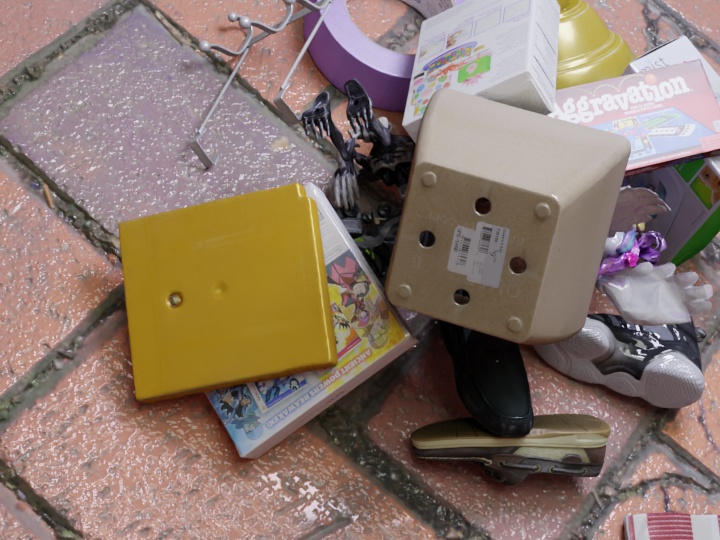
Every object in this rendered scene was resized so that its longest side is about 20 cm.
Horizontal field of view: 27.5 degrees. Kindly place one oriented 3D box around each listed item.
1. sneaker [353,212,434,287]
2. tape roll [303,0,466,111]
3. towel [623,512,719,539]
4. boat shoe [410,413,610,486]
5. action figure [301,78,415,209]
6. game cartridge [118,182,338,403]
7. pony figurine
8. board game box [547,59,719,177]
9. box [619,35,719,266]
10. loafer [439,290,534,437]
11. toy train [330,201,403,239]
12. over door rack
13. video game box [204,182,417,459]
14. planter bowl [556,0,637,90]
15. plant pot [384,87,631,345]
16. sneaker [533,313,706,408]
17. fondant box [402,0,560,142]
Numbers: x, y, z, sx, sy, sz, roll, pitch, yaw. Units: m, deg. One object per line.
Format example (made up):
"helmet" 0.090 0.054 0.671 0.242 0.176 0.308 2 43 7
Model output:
"sneaker" 0.000 0.000 1.484 0.199 0.083 0.071 -30 82 -22
"tape roll" 0.038 -0.283 1.680 0.198 0.066 0.202 8 59 -14
"towel" 0.361 0.315 1.467 0.198 0.023 0.146 4 62 -13
"boat shoe" 0.148 0.181 1.446 0.197 0.073 0.066 -1 100 -3
"action figure" 0.018 -0.111 1.515 0.118 0.200 0.103 -11 63 27
"game cartridge" -0.127 0.021 1.387 0.198 0.032 0.178 -11 77 13
"pony figurine" 0.248 -0.021 1.504 0.167 0.192 0.201 60 28 -23
"board game box" 0.267 -0.146 1.482 0.198 0.019 0.104 -14 69 -9
"box" 0.335 -0.120 1.601 0.096 0.200 0.177 -28 73 -29
"loafer" 0.125 0.083 1.457 0.067 0.071 0.201 0 38 -17
"toy train" 0.043 -0.047 1.564 0.198 0.034 0.046 0 66 -17
"over door rack" -0.109 -0.224 1.545 0.066 0.147 0.202 37 50 -32
"video game box" -0.073 0.048 1.402 0.199 0.047 0.183 -35 70 9
"planter bowl" 0.207 -0.253 1.636 0.198 0.084 0.201 -11 24 5
"plant pot" 0.119 -0.037 1.349 0.198 0.202 0.177 17 18 13
"sneaker" 0.273 0.064 1.556 0.198 0.076 0.114 22 47 1
"fondant box" 0.127 -0.212 1.508 0.058 0.143 0.201 53 30 -29
